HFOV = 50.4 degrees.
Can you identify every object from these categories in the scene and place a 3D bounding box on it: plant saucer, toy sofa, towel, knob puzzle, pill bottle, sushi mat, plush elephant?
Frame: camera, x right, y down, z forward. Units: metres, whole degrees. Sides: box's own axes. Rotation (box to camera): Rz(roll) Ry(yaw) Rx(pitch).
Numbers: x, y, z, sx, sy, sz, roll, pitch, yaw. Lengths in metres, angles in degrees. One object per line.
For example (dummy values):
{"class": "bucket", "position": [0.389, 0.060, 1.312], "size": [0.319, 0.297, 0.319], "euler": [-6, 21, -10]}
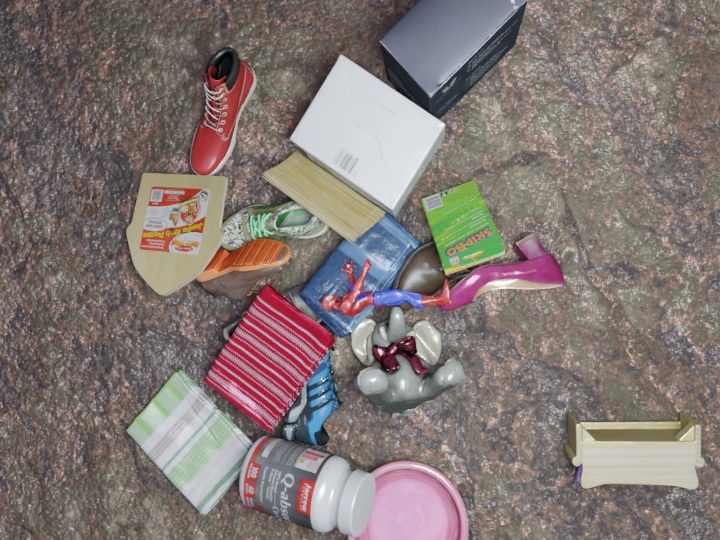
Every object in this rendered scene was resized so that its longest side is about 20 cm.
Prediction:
{"class": "plant saucer", "position": [0.076, 0.408, 1.237], "size": [0.195, 0.051, 0.207], "euler": [0, 88, 6]}
{"class": "toy sofa", "position": [0.420, 0.276, 1.186], "size": [0.194, 0.083, 0.101], "euler": [-2, 94, 6]}
{"class": "towel", "position": [0.000, 0.000, 1.228], "size": [0.111, 0.049, 0.201], "euler": [39, 76, 6]}
{"class": "towel", "position": [-0.285, 0.290, 1.288], "size": [0.200, 0.031, 0.150], "euler": [43, 93, 5]}
{"class": "towel", "position": [-0.145, 0.140, 1.206], "size": [0.143, 0.022, 0.202], "euler": [36, 105, 4]}
{"class": "knob puzzle", "position": [-0.306, -0.057, 1.274], "size": [0.214, 0.030, 0.226], "euler": [-5, 76, 21]}
{"class": "pill bottle", "position": [-0.082, 0.339, 1.198], "size": [0.195, 0.115, 0.119], "euler": [10, 90, 24]}
{"class": "sushi mat", "position": [-0.059, -0.121, 1.231], "size": [0.198, 0.095, 0.012], "euler": [36, 136, 18]}
{"class": "plush elephant", "position": [0.060, 0.133, 1.200], "size": [0.160, 0.201, 0.159], "euler": [-6, 65, -7]}

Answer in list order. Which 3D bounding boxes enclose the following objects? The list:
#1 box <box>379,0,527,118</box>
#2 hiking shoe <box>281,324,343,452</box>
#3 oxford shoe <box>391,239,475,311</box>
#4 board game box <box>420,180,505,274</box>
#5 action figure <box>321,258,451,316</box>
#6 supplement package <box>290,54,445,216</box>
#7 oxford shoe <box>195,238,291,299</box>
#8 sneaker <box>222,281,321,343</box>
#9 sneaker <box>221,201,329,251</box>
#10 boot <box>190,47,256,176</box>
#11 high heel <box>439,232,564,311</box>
{"class": "box", "position": [0.140, -0.349, 1.170], "size": [0.196, 0.200, 0.118], "euler": [-44, 85, 3]}
{"class": "hiking shoe", "position": [-0.065, 0.189, 1.252], "size": [0.085, 0.074, 0.205], "euler": [16, 100, -1]}
{"class": "oxford shoe", "position": [0.128, -0.008, 1.202], "size": [0.200, 0.084, 0.073], "euler": [-43, 115, -3]}
{"class": "board game box", "position": [0.156, -0.065, 1.178], "size": [0.093, 0.202, 0.030], "euler": [-19, 124, 6]}
{"class": "action figure", "position": [0.034, 0.016, 1.154], "size": [0.194, 0.065, 0.102], "euler": [-9, 78, 8]}
{"class": "supplement package", "position": [0.014, -0.210, 1.225], "size": [0.198, 0.111, 0.158], "euler": [34, 92, 6]}
{"class": "oxford shoe", "position": [-0.182, 0.002, 1.240], "size": [0.196, 0.072, 0.074], "euler": [-8, 125, 35]}
{"class": "sneaker", "position": [-0.137, 0.077, 1.244], "size": [0.197, 0.082, 0.078], "euler": [-32, 71, 4]}
{"class": "sneaker", "position": [-0.147, -0.080, 1.251], "size": [0.195, 0.089, 0.079], "euler": [-14, 88, 6]}
{"class": "boot", "position": [-0.239, -0.254, 1.237], "size": [0.071, 0.144, 0.204], "euler": [23, 93, 4]}
{"class": "high heel", "position": [0.226, 0.032, 1.221], "size": [0.197, 0.068, 0.097], "euler": [-32, 77, -8]}
